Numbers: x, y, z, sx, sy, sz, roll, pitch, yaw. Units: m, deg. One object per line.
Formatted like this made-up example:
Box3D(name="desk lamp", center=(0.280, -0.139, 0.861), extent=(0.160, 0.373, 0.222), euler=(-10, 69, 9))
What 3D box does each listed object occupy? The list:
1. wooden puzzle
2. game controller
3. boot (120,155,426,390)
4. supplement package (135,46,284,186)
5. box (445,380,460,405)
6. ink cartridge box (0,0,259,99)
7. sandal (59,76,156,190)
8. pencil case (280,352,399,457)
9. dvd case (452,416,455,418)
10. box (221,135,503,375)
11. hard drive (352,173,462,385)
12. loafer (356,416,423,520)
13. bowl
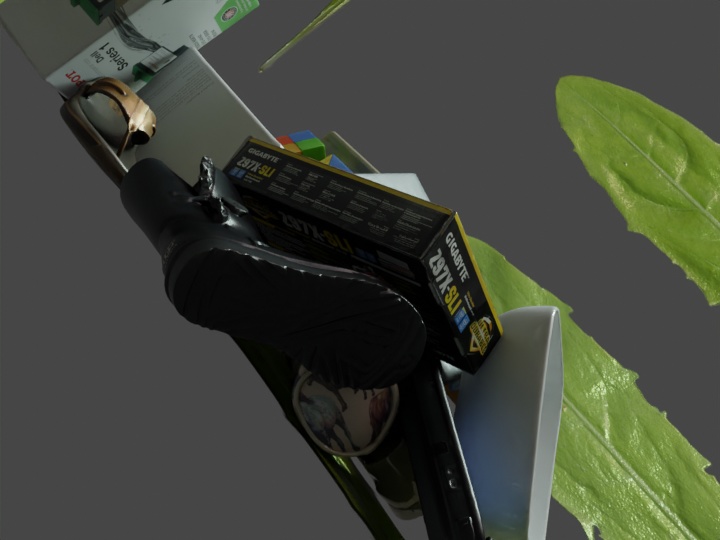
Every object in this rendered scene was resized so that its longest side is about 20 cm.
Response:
Box3D(name="wooden puzzle", center=(-0.090, -0.094, 1.041), extent=(0.185, 0.199, 0.047), euler=(-131, -155, -55))
Box3D(name="game controller", center=(0.058, 0.149, 0.717), extent=(0.201, 0.042, 0.105), euler=(-102, -179, -50))
Box3D(name="boot", center=(-0.063, -0.006, 0.692), extent=(0.199, 0.077, 0.168), euler=(21, 17, -31))
Box3D(name="supplement package", center=(-0.131, -0.087, 0.906), extent=(0.200, 0.121, 0.120), euler=(50, -1, 43))
Box3D(name="box", center=(0.073, 0.064, 1.006), extent=(0.201, 0.041, 0.119), euler=(54, 9, 13))
Box3D(name="ink cartridge box", center=(-0.205, -0.237, 0.897), extent=(0.085, 0.199, 0.146), euler=(53, 0, 8))
Box3D(name="sandal", center=(-0.193, -0.123, 0.808), extent=(0.082, 0.054, 0.200), euler=(50, 9, -21))
Box3D(name="pencil case", center=(-0.022, 0.079, 0.804), extent=(0.200, 0.077, 0.090), euler=(-132, -156, -79))
Box3D(name="dvd case", center=(0.128, 0.253, 0.936), extent=(0.143, 0.017, 0.201), euler=(52, 24, -34))
Box3D(name="box", center=(0.002, -0.011, 0.763), extent=(0.199, 0.049, 0.160), euler=(23, -25, 34))
Box3D(name="hard drive", center=(0.055, 0.005, 0.909), extent=(0.139, 0.033, 0.201), euler=(-10, 70, -59))
Box3D(name="loafer", center=(0.018, 0.133, 0.877), extent=(0.069, 0.075, 0.200), euler=(58, -4, -31))
Box3D(name="bowl", center=(0.123, 0.143, 0.828), extent=(0.074, 0.201, 0.200), euler=(5, -26, 17))
